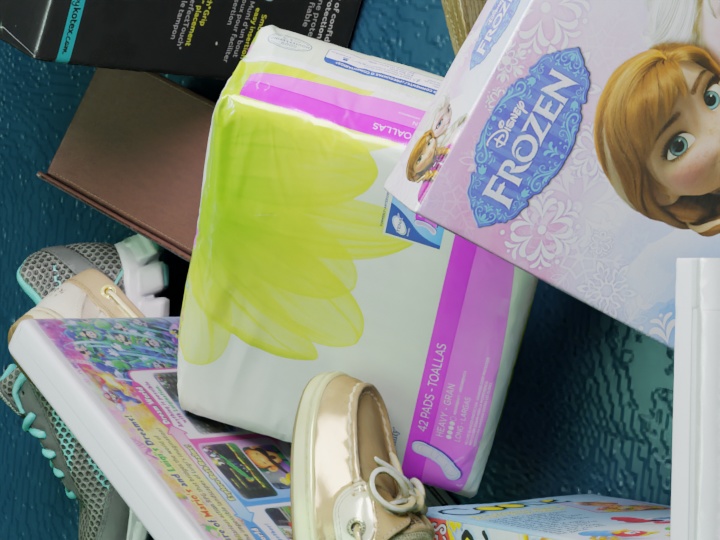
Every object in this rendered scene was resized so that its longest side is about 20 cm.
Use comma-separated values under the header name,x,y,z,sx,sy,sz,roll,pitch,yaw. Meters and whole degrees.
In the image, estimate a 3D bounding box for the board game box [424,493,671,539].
name,x,y,z,sx,sy,sz,roll,pitch,yaw
board game box,0.115,0.155,0.931,0.200,0.104,0.104,0,91,61

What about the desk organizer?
name,x,y,z,sx,sy,sz,roll,pitch,yaw
desk organizer,-0.064,-0.037,1.148,0.199,0.072,0.077,28,93,34

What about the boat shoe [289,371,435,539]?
name,x,y,z,sx,sy,sz,roll,pitch,yaw
boat shoe,0.016,0.139,0.943,0.063,0.073,0.202,-14,71,21

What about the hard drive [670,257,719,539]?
name,x,y,z,sx,sy,sz,roll,pitch,yaw
hard drive,0.174,0.098,0.830,0.026,0.131,0.202,178,94,-65

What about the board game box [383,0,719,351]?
name,x,y,z,sx,sy,sz,roll,pitch,yaw
board game box,0.141,-0.070,0.841,0.201,0.199,0.041,-62,22,6

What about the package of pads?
name,x,y,z,sx,sy,sz,roll,pitch,yaw
package of pads,0.000,0.000,0.985,0.153,0.068,0.201,16,133,6

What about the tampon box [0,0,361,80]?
name,x,y,z,sx,sy,sz,roll,pitch,yaw
tampon box,-0.099,-0.184,1.096,0.126,0.199,0.151,31,110,39

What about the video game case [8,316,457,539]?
name,x,y,z,sx,sy,sz,roll,pitch,yaw
video game case,-0.046,0.091,1.061,0.200,0.181,0.024,47,120,32

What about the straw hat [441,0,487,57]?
name,x,y,z,sx,sy,sz,roll,pitch,yaw
straw hat,0.073,-0.162,1.007,0.084,0.201,0.203,-12,80,2

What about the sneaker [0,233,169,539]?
name,x,y,z,sx,sy,sz,roll,pitch,yaw
sneaker,-0.154,0.078,1.216,0.078,0.090,0.202,169,104,-79

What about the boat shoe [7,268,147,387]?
name,x,y,z,sx,sy,sz,roll,pitch,yaw
boat shoe,-0.086,0.075,1.151,0.200,0.069,0.074,42,150,-2
